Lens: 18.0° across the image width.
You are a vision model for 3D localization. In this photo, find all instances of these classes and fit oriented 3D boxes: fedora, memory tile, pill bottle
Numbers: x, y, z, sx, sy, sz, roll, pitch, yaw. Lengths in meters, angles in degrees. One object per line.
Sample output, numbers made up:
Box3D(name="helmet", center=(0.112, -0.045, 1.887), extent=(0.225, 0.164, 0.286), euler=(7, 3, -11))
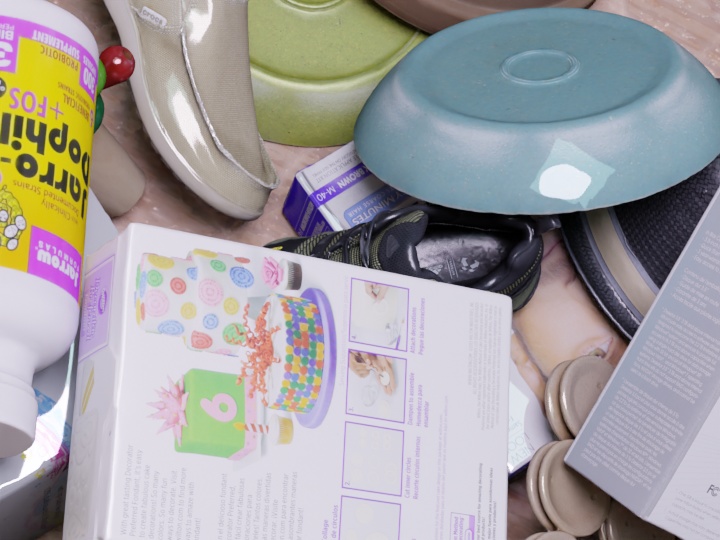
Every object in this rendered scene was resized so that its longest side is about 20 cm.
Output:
Box3D(name="fedora", center=(0.201, -0.031, 1.233), extent=(0.200, 0.092, 0.201), euler=(17, 51, -22))
Box3D(name="memory tile", center=(0.136, 0.156, 1.166), extent=(0.153, 0.017, 0.200), euler=(32, 59, -31))
Box3D(name="pill bottle", center=(-0.176, -0.020, 1.035), extent=(0.104, 0.104, 0.200), euler=(4, 69, -8))

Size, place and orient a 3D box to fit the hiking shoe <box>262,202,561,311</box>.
Box3D(name="hiking shoe", center=(0.000, 0.000, 1.150), extent=(0.200, 0.101, 0.076), euler=(-17, 74, -11))

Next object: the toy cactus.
Box3D(name="toy cactus", center=(-0.179, -0.091, 1.205), extent=(0.165, 0.200, 0.102), euler=(40, 56, -38))

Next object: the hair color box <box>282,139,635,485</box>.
Box3D(name="hair color box", center=(0.059, 0.009, 1.242), extent=(0.109, 0.065, 0.200), euler=(-33, 81, -19))

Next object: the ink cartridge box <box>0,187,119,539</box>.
Box3D(name="ink cartridge box", center=(-0.197, 0.062, 1.136), extent=(0.200, 0.145, 0.145), euler=(-29, 77, -18))

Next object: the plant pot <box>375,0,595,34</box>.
Box3D(name="plant pot", center=(0.073, -0.236, 1.291), extent=(0.200, 0.093, 0.201), euler=(10, 61, -19))

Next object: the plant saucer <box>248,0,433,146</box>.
Box3D(name="plant saucer", center=(-0.030, -0.169, 1.306), extent=(0.200, 0.031, 0.200), euler=(3, 70, -9))

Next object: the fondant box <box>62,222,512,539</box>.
Box3D(name="fondant box", center=(-0.030, 0.070, 1.042), extent=(0.200, 0.058, 0.145), euler=(12, 71, -27))

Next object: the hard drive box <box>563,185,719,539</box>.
Box3D(name="hard drive box", center=(0.222, 0.050, 1.145), extent=(0.156, 0.077, 0.200), euler=(28, 94, -33))

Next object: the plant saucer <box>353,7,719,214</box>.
Box3D(name="plant saucer", center=(0.094, -0.092, 1.188), extent=(0.200, 0.036, 0.200), euler=(-4, 30, 2))

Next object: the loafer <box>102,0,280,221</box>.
Box3D(name="loafer", center=(-0.089, -0.123, 1.230), extent=(0.068, 0.076, 0.200), euler=(-27, 84, 20))
